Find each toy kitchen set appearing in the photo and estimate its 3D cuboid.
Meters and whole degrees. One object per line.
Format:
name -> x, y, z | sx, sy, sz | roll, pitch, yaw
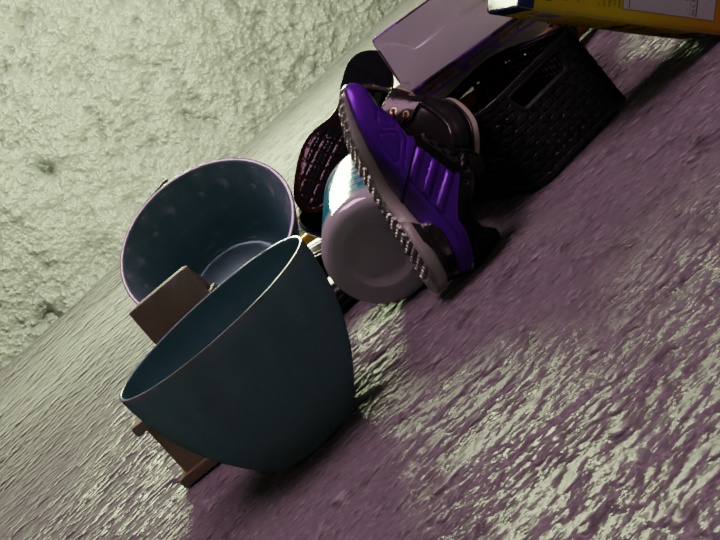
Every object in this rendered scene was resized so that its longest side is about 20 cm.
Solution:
toy kitchen set -> -0.137, 0.060, 1.558 | 0.200, 0.163, 0.181 | -38, 12, 12

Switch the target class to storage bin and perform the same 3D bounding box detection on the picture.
storage bin -> 0.148, -0.147, 1.577 | 0.135, 0.094, 0.200 | -45, 11, -17

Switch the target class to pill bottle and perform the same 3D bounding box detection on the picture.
pill bottle -> 0.017, -0.053, 1.570 | 0.111, 0.111, 0.200 | -38, 17, 13

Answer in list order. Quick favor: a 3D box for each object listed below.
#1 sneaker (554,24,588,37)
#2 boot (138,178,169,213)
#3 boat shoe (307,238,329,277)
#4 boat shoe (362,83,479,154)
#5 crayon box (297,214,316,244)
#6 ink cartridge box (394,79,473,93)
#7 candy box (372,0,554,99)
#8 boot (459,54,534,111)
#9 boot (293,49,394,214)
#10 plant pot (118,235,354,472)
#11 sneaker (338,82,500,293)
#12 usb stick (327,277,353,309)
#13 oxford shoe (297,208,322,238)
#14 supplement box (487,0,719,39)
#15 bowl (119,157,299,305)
sneaker -> 0.225, -0.289, 1.903 | 0.087, 0.074, 0.200 | -33, 12, 49
boot -> -0.164, -0.023, 1.862 | 0.073, 0.200, 0.182 | -43, 11, -9
boat shoe -> -0.083, 0.026, 1.746 | 0.200, 0.072, 0.062 | -41, 10, -13
boat shoe -> 0.047, -0.132, 1.529 | 0.063, 0.074, 0.201 | -4, 18, -26
crayon box -> -0.051, -0.037, 1.922 | 0.126, 0.052, 0.200 | -44, 12, -12
ink cartridge box -> 0.108, -0.247, 2.106 | 0.200, 0.083, 0.147 | -33, 14, 35
candy box -> 0.111, -0.248, 1.689 | 0.167, 0.072, 0.200 | -35, -5, 8
boot -> 0.165, -0.181, 1.739 | 0.155, 0.077, 0.200 | -32, 7, 24
boot -> -0.011, -0.129, 1.735 | 0.097, 0.074, 0.201 | 77, -144, -63
plant pot -> -0.082, 0.087, 1.348 | 0.200, 0.135, 0.200 | -39, 12, 10
sneaker -> 0.057, -0.088, 1.432 | 0.099, 0.201, 0.070 | -29, -6, -4
usb stick -> 0.000, 0.000, 1.668 | 0.200, 0.033, 0.055 | -44, 19, -11
oxford shoe -> -0.040, -0.075, 1.775 | 0.073, 0.071, 0.200 | -12, 13, -17
supplement box -> 0.229, -0.279, 1.482 | 0.110, 0.199, 0.110 | -151, 67, -78
bowl -> -0.141, -0.007, 1.694 | 0.200, 0.105, 0.202 | -13, 51, 16
